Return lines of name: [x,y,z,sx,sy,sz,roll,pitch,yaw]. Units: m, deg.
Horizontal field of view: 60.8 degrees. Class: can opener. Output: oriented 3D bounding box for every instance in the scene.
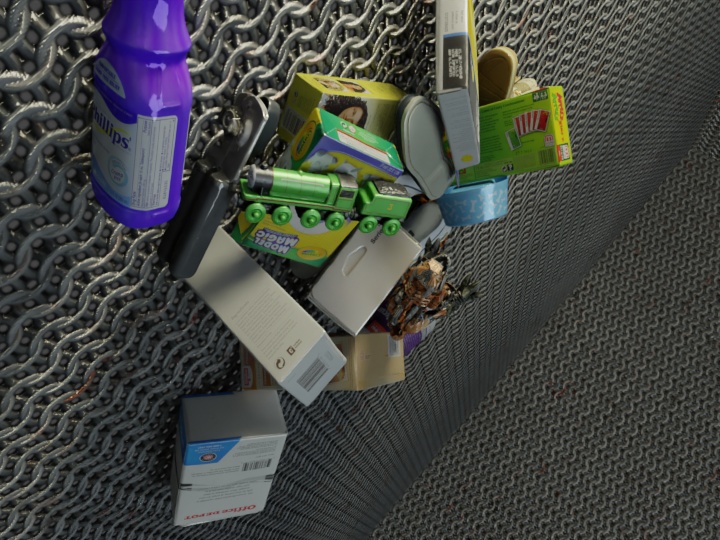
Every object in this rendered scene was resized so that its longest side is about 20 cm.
can opener: [-0.140,-0.085,0.634,0.066,0.053,0.203,5,121,-54]

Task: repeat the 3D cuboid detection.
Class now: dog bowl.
dog bowl: [0.173,-0.107,0.926,0.200,0.108,0.051,-45,123,-72]

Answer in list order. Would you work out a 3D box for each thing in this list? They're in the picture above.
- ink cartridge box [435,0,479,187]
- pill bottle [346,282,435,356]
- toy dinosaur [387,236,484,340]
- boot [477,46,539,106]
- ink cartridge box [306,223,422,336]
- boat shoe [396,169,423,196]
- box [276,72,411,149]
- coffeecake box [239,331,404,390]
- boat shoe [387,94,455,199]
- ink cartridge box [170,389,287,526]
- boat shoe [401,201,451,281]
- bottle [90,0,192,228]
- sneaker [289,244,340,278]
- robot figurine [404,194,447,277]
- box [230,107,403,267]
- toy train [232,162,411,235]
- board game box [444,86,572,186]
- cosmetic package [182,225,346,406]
ink cartridge box: [0.126,-0.243,0.764,0.200,0.045,0.204,52,37,-62]
pill bottle: [0.040,0.124,1.143,0.199,0.111,0.113,-39,152,-26]
toy dinosaur: [0.074,0.033,0.802,0.135,0.104,0.199,-36,-176,-31]
boot: [0.237,-0.287,0.990,0.154,0.072,0.203,-36,152,-29]
ink cartridge box: [0.000,0.000,0.852,0.146,0.083,0.200,-52,-177,-2]
boat shoe: [0.043,-0.132,0.884,0.065,0.075,0.198,-43,158,26]
box: [-0.008,-0.185,0.736,0.198,0.050,0.077,-18,140,-51]
coffeecake box: [-0.054,0.132,0.897,0.152,0.195,0.076,6,79,-61]
boat shoe: [0.073,-0.160,0.773,0.075,0.062,0.200,-47,154,2]
ink cartridge box: [-0.201,0.278,0.909,0.142,0.085,0.204,0,131,-26]
boat shoe: [0.068,-0.024,1.004,0.201,0.075,0.086,-42,146,10]
bottle: [-0.171,-0.136,0.483,0.064,0.083,0.204,-22,142,-44]
sneaker: [-0.055,-0.075,0.792,0.087,0.077,0.201,21,128,-25]
robot figurine: [0.117,-0.074,1.079,0.144,0.058,0.203,-36,151,-34]
box: [-0.056,-0.077,0.696,0.115,0.049,0.200,15,135,-36]
toy train: [-0.034,-0.074,0.638,0.194,0.042,0.057,4,129,-27]
board game box: [0.196,-0.187,0.883,0.047,0.196,0.105,-18,100,-46]
cosmetic package: [-0.112,0.046,0.682,0.071,0.199,0.102,-45,154,-9]
